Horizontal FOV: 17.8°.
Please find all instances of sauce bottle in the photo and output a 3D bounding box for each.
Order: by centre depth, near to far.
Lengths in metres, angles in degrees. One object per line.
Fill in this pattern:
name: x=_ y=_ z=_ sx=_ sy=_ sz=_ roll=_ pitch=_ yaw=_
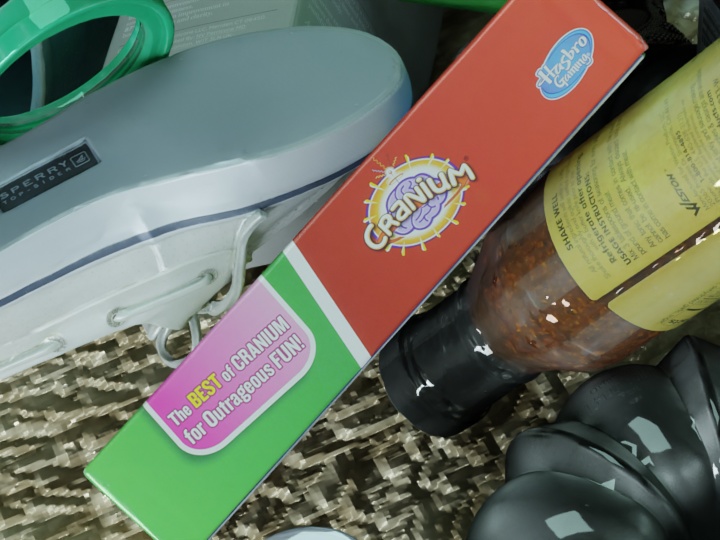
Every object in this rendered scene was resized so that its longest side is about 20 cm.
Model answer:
sauce bottle: x=0.082 y=-0.012 z=0.702 sx=0.200 sy=0.066 sz=0.066 roll=-35 pitch=34 yaw=37

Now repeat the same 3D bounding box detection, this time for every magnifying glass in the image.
magnifying glass: x=-0.117 y=-0.038 z=0.799 sx=0.079 sy=0.200 sz=0.022 roll=-22 pitch=67 yaw=-32

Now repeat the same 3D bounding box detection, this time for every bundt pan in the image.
bundt pan: x=0.120 y=0.098 z=0.695 sx=0.201 sy=0.076 sz=0.202 roll=-6 pitch=48 yaw=7

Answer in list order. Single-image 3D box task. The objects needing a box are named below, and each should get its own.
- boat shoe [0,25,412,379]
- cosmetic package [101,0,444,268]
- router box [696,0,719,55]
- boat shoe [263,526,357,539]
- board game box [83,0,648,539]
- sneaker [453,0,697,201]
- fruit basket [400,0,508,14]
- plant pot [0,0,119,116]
boat shoe: x=-0.071 y=-0.007 z=0.763 sx=0.202 sy=0.086 sz=0.075 roll=-27 pitch=45 yaw=-12
cosmetic package: x=-0.024 y=-0.110 z=0.888 sx=0.090 sy=0.107 sz=0.200 roll=-12 pitch=43 yaw=22
router box: x=0.214 y=-0.034 z=0.724 sx=0.157 sy=0.052 sz=0.200 roll=-12 pitch=43 yaw=-8
boat shoe: x=-0.010 y=0.177 z=0.661 sx=0.073 sy=0.065 sz=0.201 roll=3 pitch=70 yaw=6
board game box: x=0.000 y=0.000 z=0.725 sx=0.040 sy=0.153 sz=0.200 roll=42 pitch=86 yaw=0
sneaker: x=0.108 y=-0.086 z=0.869 sx=0.114 sy=0.076 sz=0.200 roll=15 pitch=54 yaw=18
fruit basket: x=0.103 y=-0.141 z=0.759 sx=0.199 sy=0.094 sz=0.185 roll=-13 pitch=3 yaw=-9
plant pot: x=-0.157 y=-0.149 z=0.917 sx=0.200 sy=0.200 sz=0.188 roll=15 pitch=38 yaw=25
